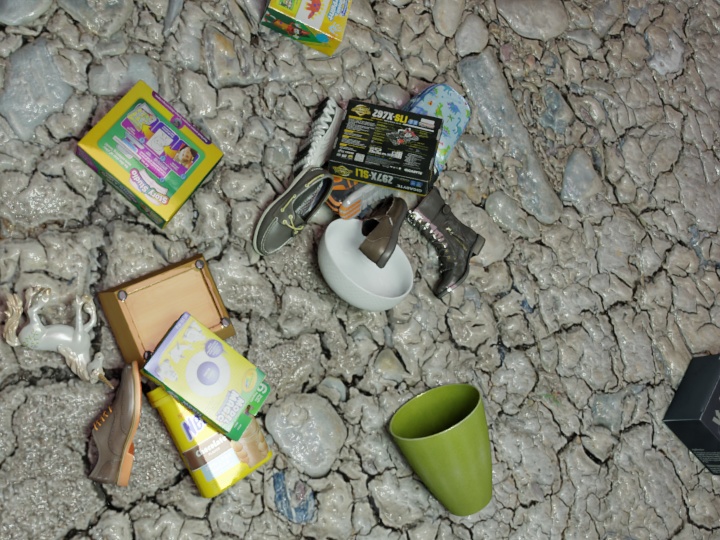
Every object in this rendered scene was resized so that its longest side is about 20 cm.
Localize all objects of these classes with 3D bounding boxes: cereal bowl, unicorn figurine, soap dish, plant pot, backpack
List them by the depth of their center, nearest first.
[{"bbox_3d":[-0.482,0.105,1.240,0.195,0.074,0.141,11,82,-7],"label":"unicorn figurine"},{"bbox_3d":[-0.326,0.072,1.307,0.197,0.081,0.160,-23,88,-28],"label":"soap dish"},{"bbox_3d":[0.174,0.351,1.436,0.185,0.186,0.204,-30,106,-27],"label":"plant pot"},{"bbox_3d":[0.000,0.000,1.456,0.197,0.084,0.203,23,39,-20],"label":"cereal bowl"},{"bbox_3d":[0.142,-0.294,1.591,0.163,0.154,0.201,40,52,-3],"label":"backpack"}]

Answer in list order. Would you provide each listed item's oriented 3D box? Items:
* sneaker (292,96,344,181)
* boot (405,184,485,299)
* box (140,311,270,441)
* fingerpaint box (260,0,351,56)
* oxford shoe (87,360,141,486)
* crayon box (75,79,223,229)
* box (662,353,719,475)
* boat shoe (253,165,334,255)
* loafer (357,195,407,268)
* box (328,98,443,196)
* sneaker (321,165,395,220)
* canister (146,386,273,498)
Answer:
[{"bbox_3d":[-0.073,-0.247,1.510,0.080,0.075,0.203,32,67,-24],"label":"sneaker"},{"bbox_3d":[0.158,-0.059,1.579,0.173,0.069,0.201,40,57,-8],"label":"boot"},{"bbox_3d":[-0.245,0.177,1.241,0.199,0.048,0.118,40,64,-13],"label":"box"},{"bbox_3d":[-0.101,-0.574,1.570,0.164,0.073,0.205,19,71,-19],"label":"fingerpaint box"},{"bbox_3d":[-0.394,0.245,1.221,0.071,0.071,0.205,9,89,-17],"label":"oxford shoe"},{"bbox_3d":[-0.376,-0.208,1.364,0.199,0.058,0.174,41,66,-11],"label":"crayon box"},{"bbox_3d":[0.841,0.335,1.767,0.200,0.117,0.198,44,64,-10],"label":"box"},{"bbox_3d":[-0.125,-0.109,1.426,0.072,0.060,0.203,41,81,-39],"label":"boat shoe"},{"bbox_3d":[0.041,-0.089,1.455,0.070,0.074,0.202,28,34,-8],"label":"loafer"},{"bbox_3d":[0.051,-0.239,1.465,0.195,0.050,0.162,12,58,6],"label":"box"},{"bbox_3d":[0.001,-0.189,1.507,0.198,0.078,0.112,-32,61,-31],"label":"sneaker"},{"bbox_3d":[-0.253,0.262,1.294,0.147,0.086,0.203,-28,92,-28],"label":"canister"}]
